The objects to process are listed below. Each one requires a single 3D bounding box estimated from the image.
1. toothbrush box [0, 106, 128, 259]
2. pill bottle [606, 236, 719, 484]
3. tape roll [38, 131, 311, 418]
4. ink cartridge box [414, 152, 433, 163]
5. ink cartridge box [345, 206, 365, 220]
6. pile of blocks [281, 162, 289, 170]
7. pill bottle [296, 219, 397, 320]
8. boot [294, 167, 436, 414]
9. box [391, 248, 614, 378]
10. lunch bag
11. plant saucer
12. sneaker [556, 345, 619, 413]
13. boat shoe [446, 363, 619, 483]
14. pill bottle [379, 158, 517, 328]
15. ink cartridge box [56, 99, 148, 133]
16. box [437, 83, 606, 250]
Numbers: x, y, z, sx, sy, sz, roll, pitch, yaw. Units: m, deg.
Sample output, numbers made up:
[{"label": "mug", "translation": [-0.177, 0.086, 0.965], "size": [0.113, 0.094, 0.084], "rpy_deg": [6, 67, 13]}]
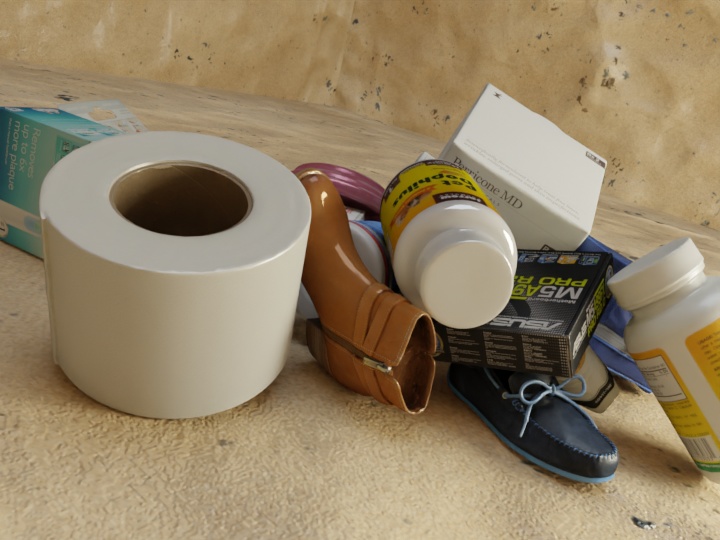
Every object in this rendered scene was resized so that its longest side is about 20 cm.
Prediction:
[{"label": "toothbrush box", "translation": [-0.304, -0.083, 0.803], "size": [0.198, 0.148, 0.085], "rpy_deg": [21, 19, 21]}, {"label": "pill bottle", "translation": [0.311, 0.077, 0.663], "size": [0.201, 0.112, 0.113], "rpy_deg": [59, 26, 4]}, {"label": "tape roll", "translation": [-0.145, -0.003, 0.588], "size": [0.200, 0.140, 0.204], "rpy_deg": [8, 36, -6]}, {"label": "ink cartridge box", "translation": [0.148, -0.082, 1.073], "size": [0.199, 0.047, 0.160], "rpy_deg": [36, 27, -1]}, {"label": "ink cartridge box", "translation": [-0.102, -0.054, 0.984], "size": [0.198, 0.086, 0.146], "rpy_deg": [17, 17, 3]}, {"label": "pile of blocks", "translation": [-0.152, -0.049, 0.871], "size": [0.199, 0.062, 0.082], "rpy_deg": [-36, 11, -12]}, {"label": "pill bottle", "translation": [0.000, 0.000, 0.820], "size": [0.111, 0.114, 0.200], "rpy_deg": [19, 9, 17]}, {"label": "boot", "translation": [0.002, 0.016, 0.631], "size": [0.073, 0.202, 0.154], "rpy_deg": [-23, 25, -27]}, {"label": "box", "translation": [0.129, 0.031, 0.713], "size": [0.198, 0.045, 0.160], "rpy_deg": [3, 28, 33]}, {"label": "lunch bag", "translation": [0.301, 0.056, 0.872], "size": [0.135, 0.133, 0.200], "rpy_deg": [28, 14, -10]}, {"label": "plant saucer", "translation": [-0.033, -0.104, 1.097], "size": [0.198, 0.051, 0.201], "rpy_deg": [16, -15, 4]}, {"label": "sneaker", "translation": [0.198, 0.100, 0.778], "size": [0.088, 0.076, 0.200], "rpy_deg": [41, 1, -13]}, {"label": "boat shoe", "translation": [0.146, 0.113, 0.659], "size": [0.083, 0.069, 0.199], "rpy_deg": [0, 21, -40]}, {"label": "pill bottle", "translation": [0.078, -0.027, 0.676], "size": [0.108, 0.110, 0.200], "rpy_deg": [11, 22, -9]}, {"label": "ink cartridge box", "translation": [-0.293, -0.125, 0.942], "size": [0.200, 0.047, 0.160], "rpy_deg": [50, 17, -6]}, {"label": "box", "translation": [0.193, -0.109, 0.955], "size": [0.198, 0.131, 0.200], "rpy_deg": [33, 41, 1]}]
